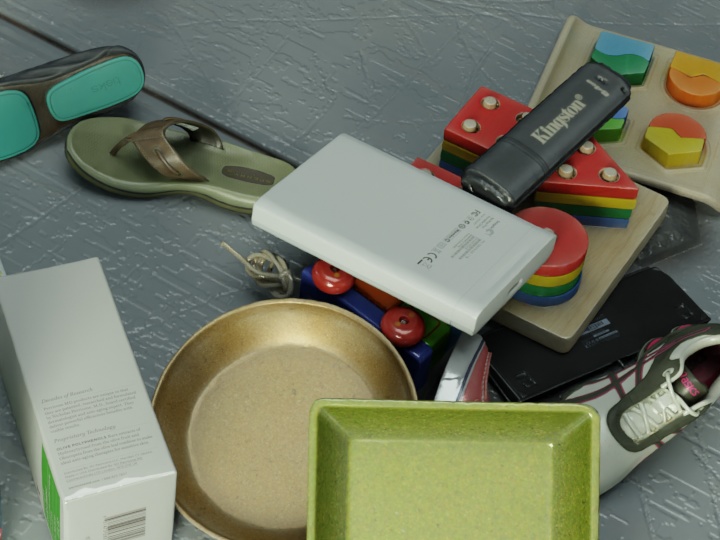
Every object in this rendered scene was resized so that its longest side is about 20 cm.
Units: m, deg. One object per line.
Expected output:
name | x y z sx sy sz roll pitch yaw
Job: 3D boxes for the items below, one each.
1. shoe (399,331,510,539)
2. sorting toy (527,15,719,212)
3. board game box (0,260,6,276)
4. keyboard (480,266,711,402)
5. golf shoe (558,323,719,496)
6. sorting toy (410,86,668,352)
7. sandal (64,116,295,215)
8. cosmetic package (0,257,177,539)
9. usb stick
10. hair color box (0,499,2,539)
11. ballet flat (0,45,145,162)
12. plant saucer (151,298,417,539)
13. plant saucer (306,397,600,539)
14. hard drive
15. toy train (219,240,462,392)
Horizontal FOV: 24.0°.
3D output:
shoe | 0.088 0.141 1.258 0.091 0.072 0.201 18 55 3
sorting toy | 0.263 -0.152 1.555 0.199 0.037 0.185 21 50 7
board game box | -0.369 0.028 1.294 0.199 0.029 0.135 -14 53 -21
keyboard | 0.200 0.068 1.369 0.199 0.021 0.127 -21 51 -24
golf shoe | 0.213 0.101 1.280 0.200 0.088 0.077 -39 91 -21
sorting toy | 0.135 -0.056 1.418 0.198 0.070 0.200 27 49 18
sandal | -0.147 -0.100 1.423 0.200 0.057 0.080 9 49 -2
cosmetic package | -0.199 0.102 1.211 0.085 0.108 0.200 -13 52 -19
usb stick | 0.156 -0.112 1.402 0.055 0.033 0.200 32 51 22
hair color box | -0.276 0.109 1.128 0.060 0.200 0.100 -7 51 -16
ballet flat | -0.280 -0.142 1.437 0.199 0.073 0.073 -24 58 -20
plant saucer | -0.056 0.117 1.247 0.199 0.035 0.201 -1 62 3
plant saucer | 0.062 0.190 1.166 0.199 0.048 0.201 1 86 0
hard drive | 0.034 -0.032 1.313 0.200 0.027 0.132 27 42 20
toy train | 0.000 0.000 1.344 0.200 0.085 0.116 37 56 20
